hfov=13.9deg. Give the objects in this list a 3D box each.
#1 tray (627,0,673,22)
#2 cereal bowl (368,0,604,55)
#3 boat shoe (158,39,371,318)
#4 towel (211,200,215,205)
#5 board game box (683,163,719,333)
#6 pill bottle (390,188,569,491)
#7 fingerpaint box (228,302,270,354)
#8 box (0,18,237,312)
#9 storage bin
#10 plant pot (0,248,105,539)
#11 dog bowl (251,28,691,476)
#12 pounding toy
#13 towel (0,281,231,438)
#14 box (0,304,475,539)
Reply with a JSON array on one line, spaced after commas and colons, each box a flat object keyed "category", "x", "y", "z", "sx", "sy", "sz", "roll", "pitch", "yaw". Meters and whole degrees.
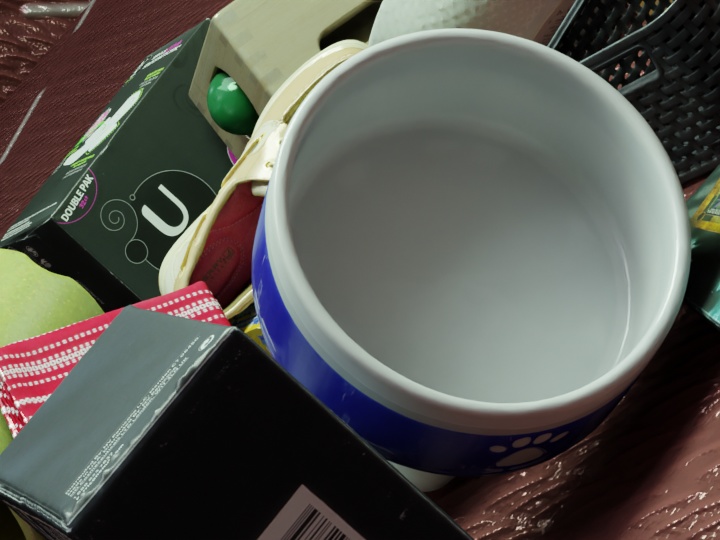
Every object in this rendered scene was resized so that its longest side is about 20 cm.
[{"category": "tray", "x": 0.211, "y": -0.245, "z": 1.779, "sx": 0.200, "sy": 0.099, "sz": 0.037, "roll": -53, "pitch": 15, "yaw": -20}, {"category": "cereal bowl", "x": 0.099, "y": -0.177, "z": 1.879, "sx": 0.200, "sy": 0.083, "sz": 0.200, "roll": -46, "pitch": -17, "yaw": -18}, {"category": "boat shoe", "x": -0.045, "y": -0.045, "z": 1.754, "sx": 0.200, "sy": 0.074, "sz": 0.069, "roll": -55, "pitch": 15, "yaw": 7}, {"category": "towel", "x": -0.118, "y": 0.061, "z": 1.866, "sx": 0.147, "sy": 0.024, "sz": 0.201, "roll": 84, "pitch": -150, "yaw": -72}, {"category": "board game box", "x": 0.205, "y": -0.026, "z": 1.378, "sx": 0.135, "sy": 0.028, "sz": 0.200, "roll": -48, "pitch": 15, "yaw": 3}, {"category": "pill bottle", "x": 0.036, "y": 0.041, "z": 1.512, "sx": 0.200, "sy": 0.111, "sz": 0.111, "roll": -45, "pitch": 15, "yaw": 8}, {"category": "fingerpaint box", "x": 0.000, "y": 0.000, "z": 1.786, "sx": 0.167, "sy": 0.073, "sz": 0.200, "roll": -54, "pitch": 14, "yaw": -27}, {"category": "box", "x": -0.137, "y": -0.054, "z": 2.152, "sx": 0.200, "sy": 0.148, "sz": 0.124, "roll": -54, "pitch": 15, "yaw": -24}, {"category": "storage bin", "x": 0.195, "y": -0.150, "z": 1.599, "sx": 0.135, "sy": 0.094, "sz": 0.200, "roll": -26, "pitch": 26, "yaw": 52}, {"category": "plant pot", "x": -0.235, "y": 0.092, "z": 1.741, "sx": 0.200, "sy": 0.200, "sz": 0.185, "roll": -33, "pitch": 18, "yaw": 42}, {"category": "dog bowl", "x": 0.050, "y": -0.008, "z": 1.382, "sx": 0.200, "sy": 0.199, "sz": 0.079, "roll": -55, "pitch": -6, "yaw": -28}, {"category": "pounding toy", "x": -0.027, "y": -0.118, "z": 2.030, "sx": 0.200, "sy": 0.142, "sz": 0.184, "roll": -36, "pitch": -8, "yaw": -17}, {"category": "towel", "x": -0.110, "y": 0.095, "z": 1.617, "sx": 0.144, "sy": 0.200, "sz": 0.023, "roll": -18, "pitch": -38, "yaw": -19}, {"category": "box", "x": -0.050, "y": 0.124, "z": 1.366, "sx": 0.123, "sy": 0.200, "sz": 0.198, "roll": -50, "pitch": 16, "yaw": -11}]
